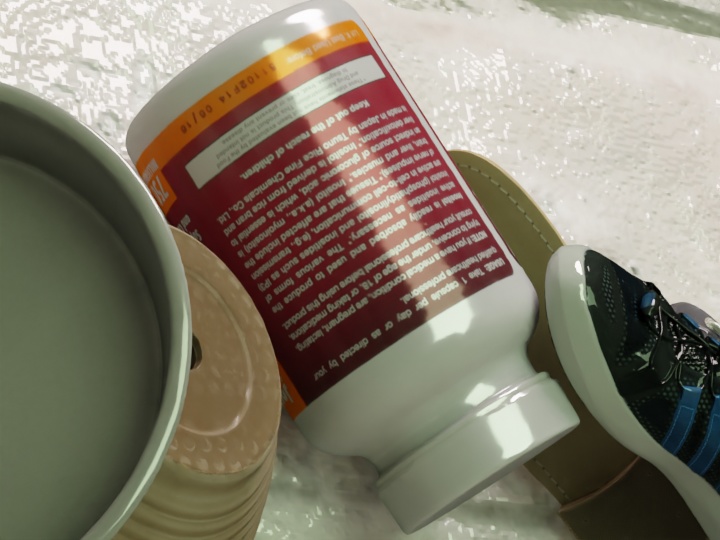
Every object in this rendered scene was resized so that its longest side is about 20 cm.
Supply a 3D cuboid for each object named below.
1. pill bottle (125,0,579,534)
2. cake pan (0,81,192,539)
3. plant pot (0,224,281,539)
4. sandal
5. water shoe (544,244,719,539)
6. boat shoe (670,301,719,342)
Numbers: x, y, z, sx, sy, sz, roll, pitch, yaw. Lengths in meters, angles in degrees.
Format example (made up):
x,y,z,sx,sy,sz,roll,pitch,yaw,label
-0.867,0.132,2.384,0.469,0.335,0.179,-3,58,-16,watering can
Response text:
x,y,z,sx,sy,sz,roll,pitch,yaw,label
0.000,0.000,1.094,0.113,0.113,0.201,-26,80,-43,pill bottle
-0.153,0.031,0.896,0.199,0.037,0.202,-1,68,2,cake pan
-0.094,0.045,0.981,0.200,0.092,0.202,32,43,-36,plant pot
0.085,0.041,1.179,0.212,0.077,0.070,57,15,-2,sandal
0.152,0.051,1.111,0.200,0.079,0.072,48,30,-29,water shoe
0.210,0.081,1.227,0.199,0.073,0.063,30,52,-12,boat shoe
